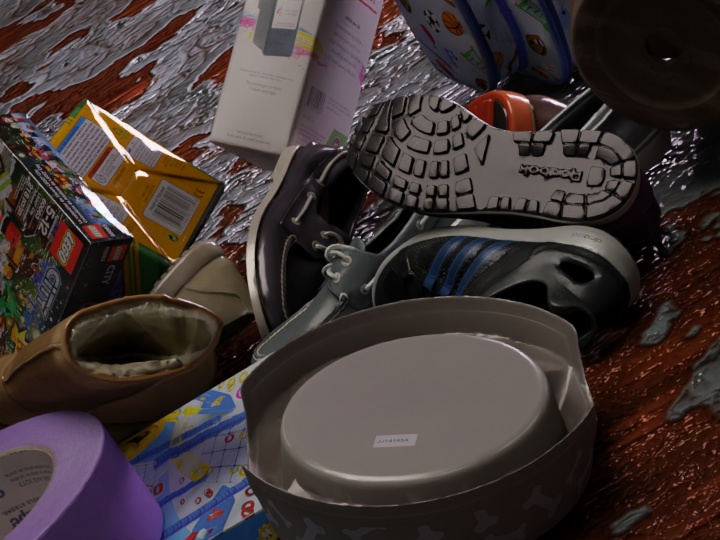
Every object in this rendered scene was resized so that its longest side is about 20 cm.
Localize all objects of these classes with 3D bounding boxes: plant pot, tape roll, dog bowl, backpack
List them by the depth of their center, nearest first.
[{"bbox_3d":[0.032,0.088,1.306,0.200,0.059,0.200,-9,28,5],"label":"dog bowl"},{"bbox_3d":[-0.212,0.166,1.396,0.200,0.066,0.200,-29,20,12],"label":"tape roll"},{"bbox_3d":[0.209,-0.182,1.537,0.200,0.200,0.174,-18,25,35],"label":"plant pot"},{"bbox_3d":[0.108,-0.222,1.812,0.154,0.200,0.190,-44,29,-16],"label":"backpack"}]

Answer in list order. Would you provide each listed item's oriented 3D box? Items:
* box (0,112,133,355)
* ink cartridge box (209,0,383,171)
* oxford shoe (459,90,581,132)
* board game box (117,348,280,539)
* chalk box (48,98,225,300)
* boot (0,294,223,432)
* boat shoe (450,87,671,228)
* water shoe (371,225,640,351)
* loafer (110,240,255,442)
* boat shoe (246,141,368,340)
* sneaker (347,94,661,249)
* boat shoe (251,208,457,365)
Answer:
[{"bbox_3d":[-0.234,0.015,1.664,0.038,0.137,0.200,-9,-45,-43],"label":"box"},{"bbox_3d":[-0.041,-0.175,1.857,0.067,0.200,0.117,13,-5,20],"label":"ink cartridge box"},{"bbox_3d":[0.090,-0.083,1.709,0.072,0.071,0.200,-1,-1,-23],"label":"oxford shoe"},{"bbox_3d":[-0.108,0.151,1.451,0.196,0.056,0.200,-31,20,5],"label":"board game box"},{"bbox_3d":[-0.207,0.004,1.781,0.200,0.124,0.125,-55,5,34],"label":"chalk box"},{"bbox_3d":[-0.130,0.055,1.478,0.175,0.066,0.200,-13,-6,-29],"label":"boot"},{"bbox_3d":[0.104,-0.056,1.587,0.201,0.072,0.070,-37,21,-8],"label":"boat shoe"},{"bbox_3d":[0.069,0.018,1.469,0.200,0.072,0.079,-11,27,44],"label":"water shoe"},{"bbox_3d":[-0.142,0.071,1.661,0.200,0.068,0.076,-52,-11,-9],"label":"loafer"},{"bbox_3d":[-0.033,-0.023,1.715,0.063,0.073,0.200,-7,36,16],"label":"boat shoe"},{"bbox_3d":[0.087,-0.047,1.518,0.200,0.088,0.076,15,74,30],"label":"sneaker"},{"bbox_3d":[0.000,0.000,1.627,0.200,0.062,0.073,-38,21,-13],"label":"boat shoe"}]
